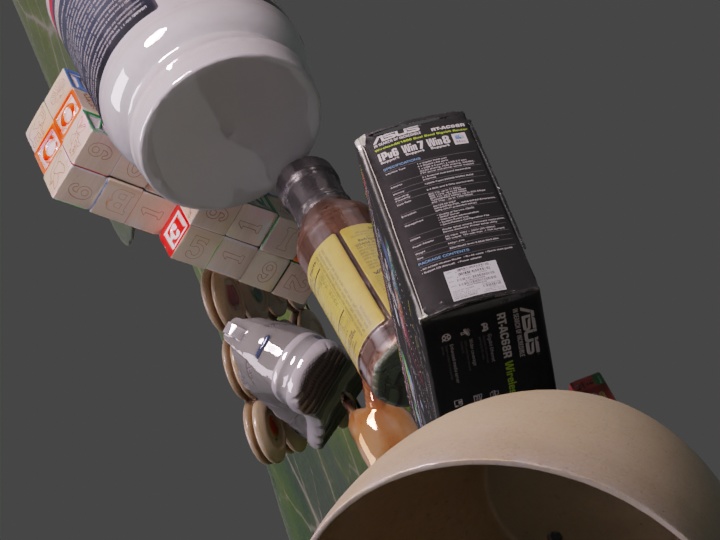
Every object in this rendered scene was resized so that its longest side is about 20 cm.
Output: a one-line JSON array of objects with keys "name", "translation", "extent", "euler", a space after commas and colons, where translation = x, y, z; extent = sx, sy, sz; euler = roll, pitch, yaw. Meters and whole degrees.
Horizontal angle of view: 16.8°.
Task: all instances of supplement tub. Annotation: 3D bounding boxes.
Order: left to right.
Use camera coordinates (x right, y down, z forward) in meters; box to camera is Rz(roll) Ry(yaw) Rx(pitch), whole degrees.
[{"name": "supplement tub", "translation": [-0.117, -0.147, 1.600], "extent": [0.140, 0.140, 0.200], "euler": [79, 166, -44]}]

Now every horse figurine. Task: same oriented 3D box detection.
[{"name": "horse figurine", "translation": [0.031, 0.138, 1.650], "extent": [0.133, 0.050, 0.200], "euler": [180, 68, -86]}]

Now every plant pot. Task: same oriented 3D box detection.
[{"name": "plant pot", "translation": [0.084, 0.129, 1.039], "extent": [0.134, 0.200, 0.200], "euler": [-58, -43, -56]}]

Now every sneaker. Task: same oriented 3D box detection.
[{"name": "sneaker", "translation": [-0.045, 0.068, 1.730], "extent": [0.082, 0.075, 0.200], "euler": [32, 169, 15]}]

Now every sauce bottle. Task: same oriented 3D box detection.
[{"name": "sauce bottle", "translation": [0.000, 0.000, 1.502], "extent": [0.200, 0.065, 0.065], "euler": [-118, 12, -46]}]

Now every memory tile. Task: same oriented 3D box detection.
[{"name": "memory tile", "translation": [-0.061, 0.062, 1.834], "extent": [0.200, 0.017, 0.153], "euler": [-18, -89, -72]}]

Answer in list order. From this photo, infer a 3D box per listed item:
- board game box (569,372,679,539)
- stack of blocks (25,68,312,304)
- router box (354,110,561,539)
[{"name": "board game box", "translation": [0.148, 0.153, 1.142], "extent": [0.103, 0.019, 0.200], "euler": [81, 165, -54]}, {"name": "stack of blocks", "translation": [-0.121, -0.057, 1.683], "extent": [0.059, 0.200, 0.115], "euler": [-57, 35, 19]}, {"name": "router box", "translation": [0.056, 0.043, 1.231], "extent": [0.150, 0.062, 0.200], "euler": [-110, 6, -50]}]
